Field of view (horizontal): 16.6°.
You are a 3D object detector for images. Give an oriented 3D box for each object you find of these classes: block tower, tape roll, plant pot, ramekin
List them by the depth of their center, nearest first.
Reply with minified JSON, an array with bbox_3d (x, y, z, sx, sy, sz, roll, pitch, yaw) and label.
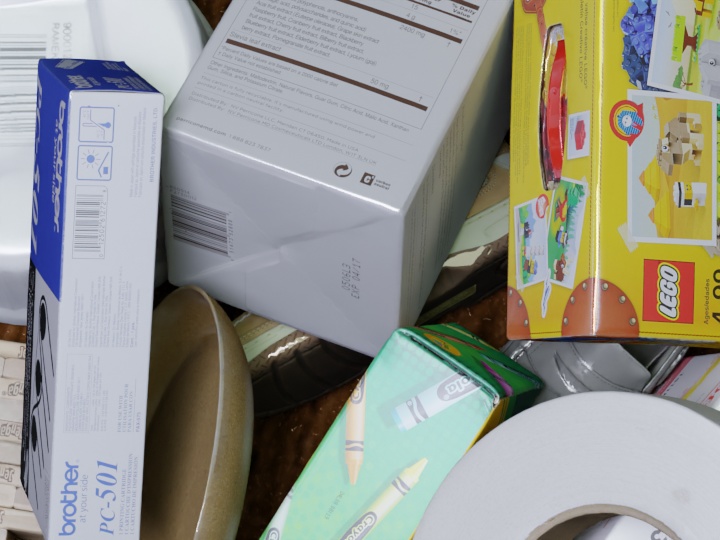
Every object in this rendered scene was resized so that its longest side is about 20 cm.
[{"bbox_3d":[0.107,0.149,1.012,0.202,0.037,0.205,-4,82,32],"label":"tape roll"},{"bbox_3d":[-0.091,0.107,1.122,0.027,0.200,0.202,15,79,-20],"label":"plant pot"},{"bbox_3d":[-0.175,0.134,1.179,0.057,0.054,0.202,8,79,2],"label":"block tower"},{"bbox_3d":[-0.160,-0.080,1.197,0.199,0.098,0.202,0,79,0],"label":"ramekin"}]

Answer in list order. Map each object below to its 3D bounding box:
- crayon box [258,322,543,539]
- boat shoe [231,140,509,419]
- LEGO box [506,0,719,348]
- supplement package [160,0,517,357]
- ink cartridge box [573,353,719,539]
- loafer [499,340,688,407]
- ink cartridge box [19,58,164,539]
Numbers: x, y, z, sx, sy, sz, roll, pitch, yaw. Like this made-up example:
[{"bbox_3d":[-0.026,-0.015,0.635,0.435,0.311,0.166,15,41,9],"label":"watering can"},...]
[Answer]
[{"bbox_3d":[-0.001,0.121,1.122,0.058,0.119,0.201,34,98,11],"label":"crayon box"},{"bbox_3d":[0.000,0.000,1.205,0.199,0.072,0.076,-28,68,-15],"label":"boat shoe"},{"bbox_3d":[0.147,-0.067,1.102,0.148,0.077,0.202,3,85,-27],"label":"LEGO box"},{"bbox_3d":[0.001,-0.083,1.148,0.119,0.122,0.201,19,56,12],"label":"supplement package"},{"bbox_3d":[0.154,0.098,1.108,0.067,0.200,0.117,41,82,-3],"label":"ink cartridge box"},{"bbox_3d":[0.110,0.040,1.188,0.070,0.070,0.200,42,82,7],"label":"loafer"},{"bbox_3d":[-0.121,0.013,1.095,0.044,0.094,0.202,1,102,-16],"label":"ink cartridge box"}]
